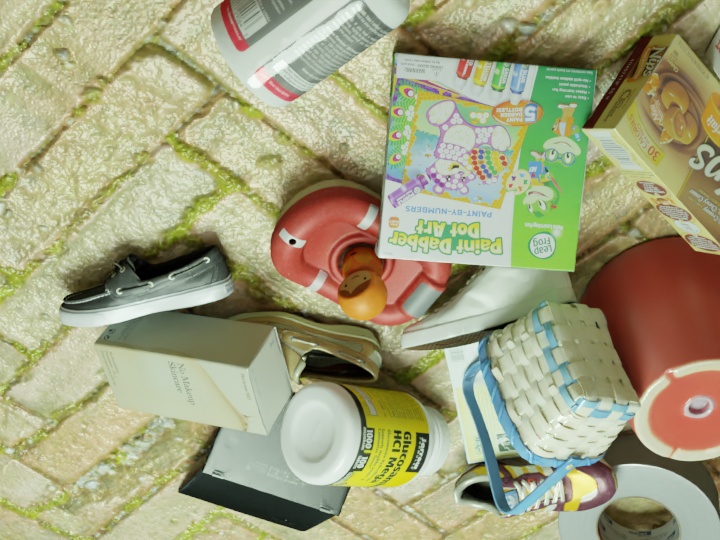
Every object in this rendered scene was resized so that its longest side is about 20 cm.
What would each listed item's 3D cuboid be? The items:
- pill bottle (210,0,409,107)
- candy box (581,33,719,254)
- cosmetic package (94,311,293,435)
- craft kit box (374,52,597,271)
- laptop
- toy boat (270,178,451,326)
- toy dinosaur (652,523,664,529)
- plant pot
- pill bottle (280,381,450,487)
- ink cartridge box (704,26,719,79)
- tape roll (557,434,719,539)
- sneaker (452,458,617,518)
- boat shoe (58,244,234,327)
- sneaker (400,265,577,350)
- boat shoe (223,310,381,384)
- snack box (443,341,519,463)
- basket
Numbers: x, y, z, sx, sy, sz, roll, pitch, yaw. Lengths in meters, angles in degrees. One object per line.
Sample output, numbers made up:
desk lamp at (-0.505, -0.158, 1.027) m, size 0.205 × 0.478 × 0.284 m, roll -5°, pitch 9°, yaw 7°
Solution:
pill bottle at (-0.026, -0.243, 0.902) m, size 0.199 × 0.111 × 0.111 m, roll -31°, pitch 120°, yaw 20°
candy box at (0.320, -0.120, 0.994) m, size 0.200 × 0.055 × 0.116 m, roll 40°, pitch 81°, yaw -26°
cosmetic package at (-0.185, 0.109, 1.134) m, size 0.199 × 0.073 × 0.104 m, roll 6°, pitch 129°, yaw 24°
craft kit box at (0.120, -0.105, 0.995) m, size 0.198 × 0.049 × 0.199 m, roll 3°, pitch 102°, yaw -3°
laptop at (-0.111, 0.243, 1.310) m, size 0.186 × 0.116 × 0.201 m, roll 21°, pitch 94°, yaw -15°
toy boat at (0.000, 0.000, 1.062) m, size 0.199 × 0.131 × 0.131 m, roll 28°, pitch 121°, yaw -19°
toy dinosaur at (0.449, 0.380, 1.393) m, size 0.199 × 0.061 × 0.107 m, roll 19°, pitch 136°, yaw -2°
plant pot at (0.347, 0.093, 1.104) m, size 0.199 × 0.178 × 0.202 m, roll 0°, pitch 125°, yaw 0°
pill bottle at (0.013, 0.192, 1.175) m, size 0.199 × 0.113 × 0.112 m, roll 14°, pitch 131°, yaw -47°
ink cartridge box at (0.400, -0.234, 0.889) m, size 0.082 × 0.147 × 0.201 m, roll 15°, pitch 124°, yaw -10°
tape roll at (0.354, 0.311, 1.294) m, size 0.199 × 0.066 × 0.202 m, roll 6°, pitch 116°, yaw 13°
sneaker at (0.211, 0.270, 1.241) m, size 0.199 × 0.090 × 0.076 m, roll -9°, pitch 98°, yaw 32°
boat shoe at (-0.240, 0.012, 1.113) m, size 0.198 × 0.070 × 0.067 m, roll -9°, pitch 108°, yaw 10°
sneaker at (0.133, 0.030, 1.127) m, size 0.199 × 0.085 × 0.073 m, roll -19°, pitch 164°, yaw 13°
boat shoe at (-0.074, 0.095, 1.163) m, size 0.198 × 0.076 × 0.072 m, roll 3°, pitch 126°, yaw -2°
snack box at (0.171, 0.146, 1.225) m, size 0.115 × 0.037 × 0.201 m, roll -9°, pitch 125°, yaw 8°
basket at (0.189, 0.142, 1.076) m, size 0.138 × 0.177 × 0.200 m, roll 12°, pitch 139°, yaw -36°
